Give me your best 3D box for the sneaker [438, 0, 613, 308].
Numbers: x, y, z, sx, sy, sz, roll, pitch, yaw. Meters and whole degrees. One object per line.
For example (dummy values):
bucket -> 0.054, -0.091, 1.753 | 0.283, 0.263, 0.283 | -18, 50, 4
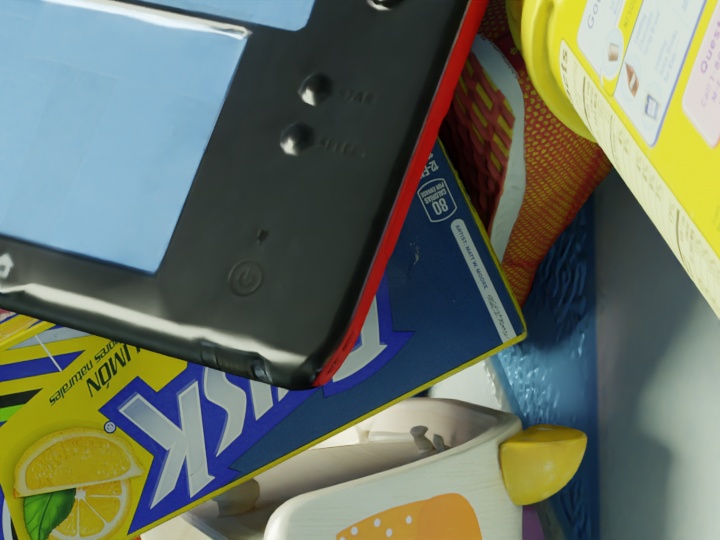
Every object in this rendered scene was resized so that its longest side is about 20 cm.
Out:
sneaker -> 0.049, -0.029, 0.742 | 0.073, 0.077, 0.200 | 58, 163, 10

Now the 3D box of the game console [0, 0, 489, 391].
game console -> -0.062, -0.071, 0.646 | 0.199, 0.031, 0.178 | 14, 71, 28

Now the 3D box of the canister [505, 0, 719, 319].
canister -> 0.111, -0.056, 0.532 | 0.200, 0.086, 0.149 | -115, 39, -56

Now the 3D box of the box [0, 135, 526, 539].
box -> -0.060, 0.032, 0.668 | 0.065, 0.199, 0.070 | 64, 171, -8

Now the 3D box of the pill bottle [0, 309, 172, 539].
pill bottle -> -0.115, 0.040, 0.871 | 0.114, 0.114, 0.201 | -48, 51, 56

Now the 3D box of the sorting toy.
sorting toy -> 0.012, 0.136, 0.718 | 0.200, 0.106, 0.181 | -172, 73, -75
